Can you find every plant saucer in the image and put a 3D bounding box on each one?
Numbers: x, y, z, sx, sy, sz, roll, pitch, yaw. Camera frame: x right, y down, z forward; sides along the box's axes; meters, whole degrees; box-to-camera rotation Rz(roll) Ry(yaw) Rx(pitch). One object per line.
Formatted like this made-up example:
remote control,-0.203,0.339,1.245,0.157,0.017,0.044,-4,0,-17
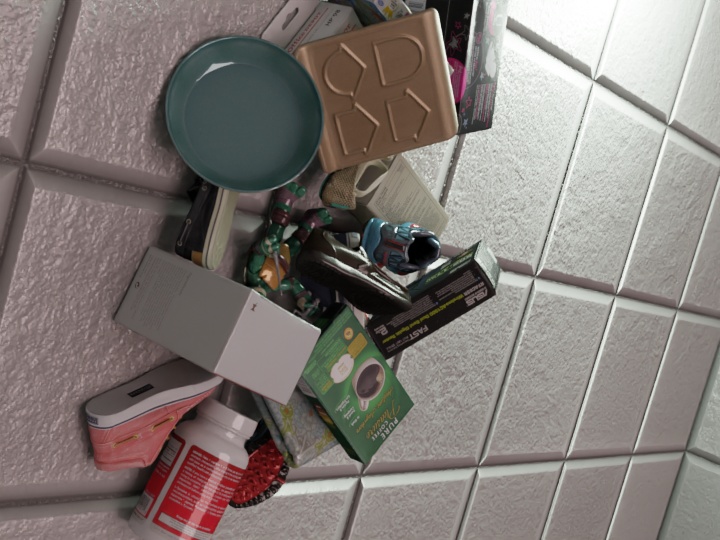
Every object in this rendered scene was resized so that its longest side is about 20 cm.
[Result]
plant saucer,-0.144,-0.190,1.271,0.197,0.036,0.204,3,78,-15

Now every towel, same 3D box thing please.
towel,-0.084,0.164,1.483,0.170,0.048,0.202,-22,82,-45

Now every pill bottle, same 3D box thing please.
pill bottle,-0.222,0.278,1.392,0.112,0.111,0.202,37,77,-51

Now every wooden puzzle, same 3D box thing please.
wooden puzzle,0.021,-0.240,1.360,0.197,0.047,0.187,-17,125,-2

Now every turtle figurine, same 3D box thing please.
turtle figurine,-0.112,-0.012,1.411,0.150,0.099,0.202,56,50,-54

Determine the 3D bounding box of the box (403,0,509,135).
box,0.133,-0.319,1.547,0.114,0.131,0.203,-16,117,-52

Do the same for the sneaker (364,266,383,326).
sneaker,-0.030,0.049,1.576,0.086,0.073,0.204,11,90,-41

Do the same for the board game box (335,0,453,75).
board game box,0.034,-0.340,1.414,0.034,0.134,0.200,-52,141,-2

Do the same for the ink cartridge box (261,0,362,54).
ink cartridge box,-0.041,-0.280,1.404,0.117,0.066,0.201,-55,140,-17

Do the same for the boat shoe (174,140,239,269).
boat shoe,-0.188,-0.101,1.304,0.075,0.061,0.203,73,29,-72

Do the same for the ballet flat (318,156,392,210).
ballet flat,0.009,-0.160,1.477,0.068,0.074,0.202,95,18,-54

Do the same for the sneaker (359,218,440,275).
sneaker,0.079,-0.024,1.504,0.199,0.094,0.081,2,102,-60

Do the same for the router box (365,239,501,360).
router box,0.111,0.042,1.532,0.063,0.199,0.150,56,16,-6

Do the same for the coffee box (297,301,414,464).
coffee box,-0.016,0.160,1.441,0.123,0.044,0.201,-48,120,-25

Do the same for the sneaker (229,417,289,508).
sneaker,-0.135,0.268,1.507,0.201,0.079,0.096,-55,-176,-29

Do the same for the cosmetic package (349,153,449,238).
cosmetic package,0.053,-0.099,1.594,0.104,0.072,0.200,-58,140,-13

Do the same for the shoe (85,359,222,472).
shoe,-0.265,0.188,1.340,0.198,0.071,0.092,-21,123,-38

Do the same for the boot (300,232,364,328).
boot,-0.041,0.047,1.507,0.073,0.089,0.204,-166,-107,-88

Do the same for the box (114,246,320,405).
box,-0.179,0.069,1.282,0.152,0.198,0.108,35,79,-50

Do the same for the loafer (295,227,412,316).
loafer,0.000,0.000,1.406,0.199,0.072,0.072,32,56,-36
